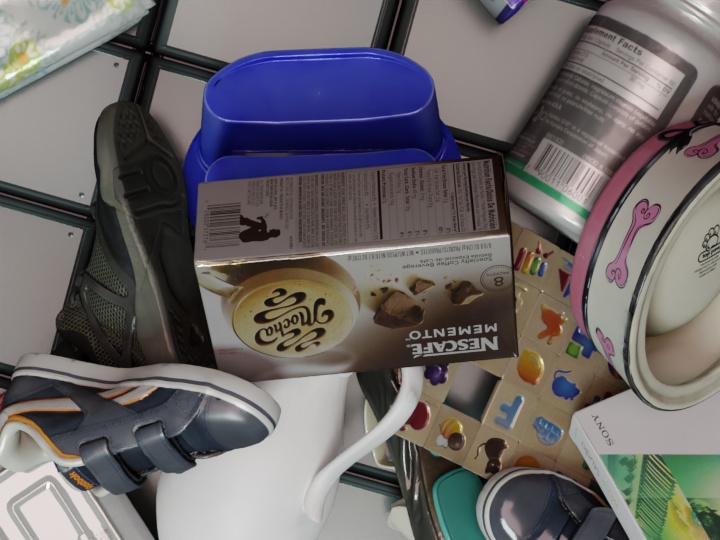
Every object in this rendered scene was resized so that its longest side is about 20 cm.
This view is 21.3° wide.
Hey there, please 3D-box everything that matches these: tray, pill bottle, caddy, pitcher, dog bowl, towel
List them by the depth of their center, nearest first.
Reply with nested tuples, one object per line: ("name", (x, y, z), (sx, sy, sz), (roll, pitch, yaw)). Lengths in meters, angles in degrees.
("dog bowl", (0.220, -0.011, 1.280), (0.074, 0.200, 0.201), (34, 91, 38))
("tray", (-0.193, 0.200, 1.303), (0.107, 0.022, 0.201), (-33, 88, -9))
("pitcher", (-0.048, 0.120, 1.305), (0.121, 0.171, 0.201), (24, 88, -43))
("pill bottle", (0.189, -0.115, 1.322), (0.113, 0.113, 0.201), (33, 91, -2))
("caddy", (-0.027, -0.073, 1.326), (0.198, 0.105, 0.143), (-2, 67, -1))
("towel", (-0.265, -0.213, 1.343), (0.199, 0.048, 0.172), (-28, 92, 0))

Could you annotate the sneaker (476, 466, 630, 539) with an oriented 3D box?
("sneaker", (0.172, 0.205, 1.325), (0.199, 0.079, 0.079), (36, 80, -19))

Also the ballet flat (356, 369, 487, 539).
("ballet flat", (0.046, 0.143, 1.356), (0.068, 0.068, 0.202), (-23, 80, 41))

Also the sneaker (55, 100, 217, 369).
("sneaker", (-0.168, -0.010, 1.313), (0.114, 0.076, 0.201), (-14, 90, 35))

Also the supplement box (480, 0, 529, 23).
("supplement box", (0.145, -0.278, 1.321), (0.200, 0.101, 0.104), (-40, 92, 0))

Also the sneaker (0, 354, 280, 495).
("sneaker", (-0.148, 0.107, 1.240), (0.198, 0.079, 0.080), (2, 59, 28))

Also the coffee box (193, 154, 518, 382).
("coffee box", (0.000, 0.000, 1.228), (0.198, 0.080, 0.114), (-5, 134, 2))

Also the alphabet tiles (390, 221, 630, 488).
("alphabet tiles", (0.131, 0.074, 1.343), (0.199, 0.008, 0.168), (28, 84, -22))

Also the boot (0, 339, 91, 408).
("boot", (-0.182, 0.154, 1.349), (0.144, 0.072, 0.201), (-38, 89, -1))

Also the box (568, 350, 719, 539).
("box", (0.264, 0.126, 1.319), (0.199, 0.036, 0.145), (-22, 61, -12))
